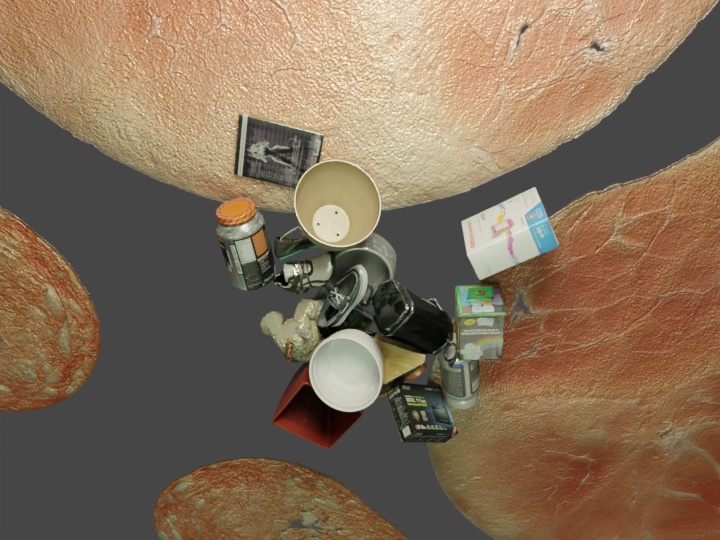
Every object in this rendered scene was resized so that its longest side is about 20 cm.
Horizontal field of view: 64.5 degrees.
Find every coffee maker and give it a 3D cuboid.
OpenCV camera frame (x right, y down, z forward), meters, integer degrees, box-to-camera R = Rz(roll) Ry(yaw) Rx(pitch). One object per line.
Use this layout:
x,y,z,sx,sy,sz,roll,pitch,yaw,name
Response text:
0.142,0.128,1.431,0.198,0.191,0.138,25,95,-45,coffee maker

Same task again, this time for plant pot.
-0.117,0.355,1.649,0.197,0.179,0.201,29,122,-18,plant pot
-0.061,-0.130,1.317,0.194,0.206,0.135,14,161,-7,plant pot

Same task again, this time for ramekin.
-0.028,0.252,1.488,0.193,0.105,0.207,3,105,13,ramekin

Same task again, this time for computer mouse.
-0.020,0.093,1.479,0.059,0.034,0.200,49,131,5,computer mouse

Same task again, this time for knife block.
0.064,0.202,1.543,0.197,0.064,0.178,-31,93,22,knife block

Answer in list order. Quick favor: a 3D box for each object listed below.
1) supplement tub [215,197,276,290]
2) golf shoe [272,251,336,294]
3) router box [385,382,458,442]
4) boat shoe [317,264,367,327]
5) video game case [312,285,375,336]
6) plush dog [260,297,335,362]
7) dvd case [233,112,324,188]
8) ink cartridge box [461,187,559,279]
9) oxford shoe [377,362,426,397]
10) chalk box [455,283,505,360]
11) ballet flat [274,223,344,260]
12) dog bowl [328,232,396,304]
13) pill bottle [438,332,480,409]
-0.282,-0.064,1.399,0.118,0.124,0.205,-4,125,6,supplement tub
-0.141,0.007,1.427,0.093,0.080,0.198,12,148,-42,golf shoe
0.178,0.409,1.639,0.196,0.153,0.062,15,132,-41,router box
-0.051,0.068,1.425,0.067,0.072,0.201,-10,145,-46,boat shoe
-0.082,0.153,1.600,0.180,0.022,0.201,31,120,-17,video game case
-0.155,0.190,1.543,0.195,0.164,0.172,-22,145,18,plush dog
-0.190,-0.269,1.315,0.194,0.016,0.152,12,126,-5,dvd case
0.342,-0.085,1.329,0.196,0.146,0.085,-26,121,20,ink cartridge box
0.100,0.303,1.676,0.198,0.071,0.074,-37,96,21,oxford shoe
0.309,0.116,1.488,0.120,0.125,0.205,-2,125,6,chalk box
-0.131,-0.079,1.413,0.194,0.068,0.071,-13,95,15,ballet flat
0.000,0.000,1.465,0.193,0.059,0.205,1,125,2,dog bowl
0.282,0.288,1.615,0.110,0.115,0.205,-6,125,8,pill bottle
